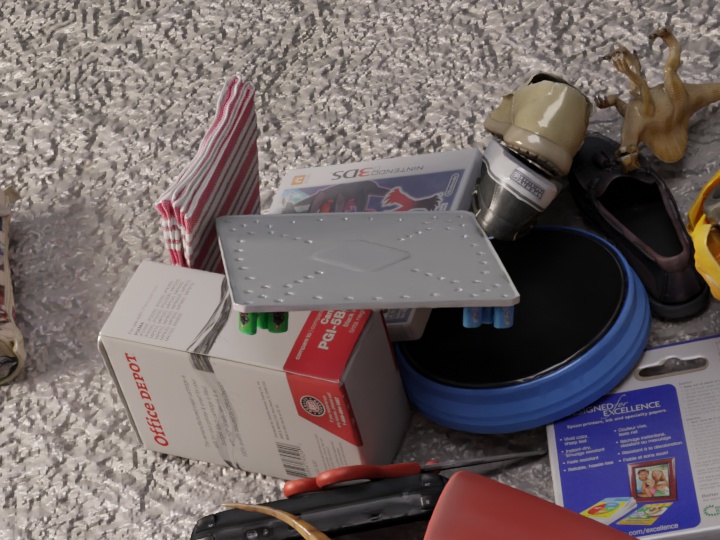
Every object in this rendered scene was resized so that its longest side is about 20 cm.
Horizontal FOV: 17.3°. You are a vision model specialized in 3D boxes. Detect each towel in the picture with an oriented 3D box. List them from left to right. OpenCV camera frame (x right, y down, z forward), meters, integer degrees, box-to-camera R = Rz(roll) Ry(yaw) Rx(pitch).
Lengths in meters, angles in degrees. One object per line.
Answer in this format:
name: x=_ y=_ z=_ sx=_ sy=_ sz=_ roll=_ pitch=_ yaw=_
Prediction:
towel: x=-0.116 y=-0.037 z=1.845 sx=0.030 sy=0.200 sz=0.146 roll=16 pitch=52 yaw=12

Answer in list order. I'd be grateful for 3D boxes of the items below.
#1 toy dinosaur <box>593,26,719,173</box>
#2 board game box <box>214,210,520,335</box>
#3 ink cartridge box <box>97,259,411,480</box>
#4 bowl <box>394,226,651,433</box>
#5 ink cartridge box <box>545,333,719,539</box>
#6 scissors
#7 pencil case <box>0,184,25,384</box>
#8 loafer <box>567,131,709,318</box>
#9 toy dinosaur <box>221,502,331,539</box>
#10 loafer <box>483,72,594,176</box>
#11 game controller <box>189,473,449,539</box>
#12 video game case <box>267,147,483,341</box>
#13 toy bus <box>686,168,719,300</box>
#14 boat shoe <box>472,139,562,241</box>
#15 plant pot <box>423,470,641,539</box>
toy dinosaur: x=0.241 y=-0.138 z=1.895 sx=0.200 sy=0.101 sz=0.058 roll=-30 pitch=8 yaw=-41
board game box: x=0.000 y=0.000 z=1.721 sx=0.200 sy=0.026 sz=0.200 roll=-2 pitch=20 yaw=-7
ink cartridge box: x=-0.077 y=0.080 z=1.765 sx=0.200 sy=0.147 sz=0.083 roll=11 pitch=53 yaw=22
bowl: x=0.118 y=0.040 z=1.794 sx=0.200 sy=0.039 sz=0.201 roll=-14 pitch=37 yaw=11
ink cartridge box: x=0.235 y=0.132 z=1.699 sx=0.197 sy=0.047 sz=0.200 roll=-11 pitch=36 yaw=7
scissors: x=0.039 y=0.146 z=1.727 sx=0.200 sy=0.073 sz=0.014 roll=-5 pitch=75 yaw=-34
pencil case: x=-0.319 y=0.009 z=1.942 sx=0.089 sy=0.078 sz=0.200 roll=-26 pitch=46 yaw=12
loafer: x=0.217 y=-0.050 z=1.854 sx=0.072 sy=0.063 sz=0.200 roll=-22 pitch=48 yaw=-5
toy dinosaur: x=-0.007 y=0.203 z=1.586 sx=0.060 sy=0.106 sz=0.200 roll=-57 pitch=32 yaw=12
loafer: x=0.148 y=-0.118 z=1.868 sx=0.068 sy=0.076 sz=0.200 roll=-57 pitch=9 yaw=5
game controller: x=-0.023 y=0.181 z=1.702 sx=0.200 sy=0.104 sz=0.042 roll=-11 pitch=79 yaw=6
video game case: x=-0.008 y=-0.016 z=1.879 sx=0.182 sy=0.023 sz=0.200 roll=-6 pitch=43 yaw=29
toy bus: x=0.312 y=-0.043 z=1.774 sx=0.200 sy=0.136 sz=0.192 roll=-44 pitch=15 yaw=-17
boat shoe: x=0.115 y=-0.060 z=1.840 sx=0.069 sy=0.200 sz=0.057 roll=34 pitch=97 yaw=1
plant pot: x=0.127 y=0.245 z=1.548 sx=0.177 sy=0.201 sz=0.201 roll=11 pitch=53 yaw=12
